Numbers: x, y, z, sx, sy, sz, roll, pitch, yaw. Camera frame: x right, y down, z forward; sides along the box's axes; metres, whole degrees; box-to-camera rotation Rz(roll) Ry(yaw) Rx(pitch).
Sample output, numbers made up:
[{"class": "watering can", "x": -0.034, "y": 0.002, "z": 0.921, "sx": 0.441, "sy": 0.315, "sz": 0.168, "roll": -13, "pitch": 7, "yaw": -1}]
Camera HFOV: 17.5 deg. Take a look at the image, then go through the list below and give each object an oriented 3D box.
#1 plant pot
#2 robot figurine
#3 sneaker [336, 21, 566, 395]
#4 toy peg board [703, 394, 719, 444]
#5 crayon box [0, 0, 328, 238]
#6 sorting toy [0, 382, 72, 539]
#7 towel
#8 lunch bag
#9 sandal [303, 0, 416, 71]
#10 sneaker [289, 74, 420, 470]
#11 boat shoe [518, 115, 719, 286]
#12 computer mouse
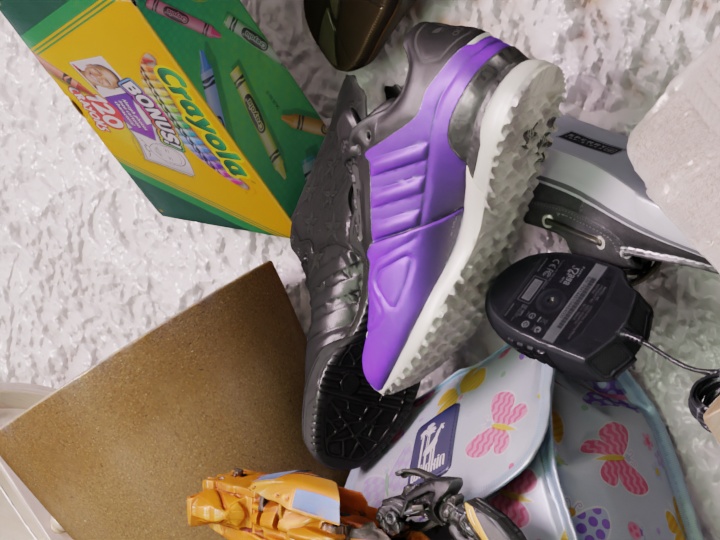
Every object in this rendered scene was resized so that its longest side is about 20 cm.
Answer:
[{"class": "plant pot", "x": -0.078, "y": 0.128, "z": 1.313, "sx": 0.186, "sy": 0.186, "sz": 0.200, "roll": -31, "pitch": 91, "yaw": 40}, {"class": "robot figurine", "x": 0.001, "y": 0.167, "z": 1.157, "sx": 0.200, "sy": 0.058, "sz": 0.145, "roll": 9, "pitch": 105, "yaw": 40}, {"class": "sneaker", "x": 0.028, "y": -0.037, "z": 1.174, "sx": 0.099, "sy": 0.070, "sz": 0.200, "roll": 32, "pitch": 119, "yaw": 21}, {"class": "toy peg board", "x": 0.278, "y": 0.018, "z": 0.977, "sx": 0.199, "sy": 0.200, "sz": 0.098, "roll": -34, "pitch": 94, "yaw": 38}, {"class": "crayon box", "x": -0.103, "y": -0.106, "z": 1.288, "sx": 0.119, "sy": 0.058, "sz": 0.200, "roll": 10, "pitch": 148, "yaw": 40}, {"class": "sorting toy", "x": -0.185, "y": 0.189, "z": 1.468, "sx": 0.200, "sy": 0.107, "sz": 0.180, "roll": 53, "pitch": 134, "yaw": 21}, {"class": "towel", "x": 0.192, "y": -0.063, "z": 1.041, "sx": 0.133, "sy": 0.034, "sz": 0.200, "roll": -50, "pitch": 27, "yaw": 11}, {"class": "lunch bag", "x": 0.078, "y": 0.145, "z": 1.209, "sx": 0.170, "sy": 0.127, "sz": 0.200, "roll": -31, "pitch": 66, "yaw": 39}, {"class": "sandal", "x": 0.032, "y": -0.178, "z": 1.245, "sx": 0.082, "sy": 0.055, "sz": 0.200, "roll": 61, "pitch": 144, "yaw": 23}, {"class": "sneaker", "x": -0.003, "y": 0.000, "z": 1.263, "sx": 0.104, "sy": 0.060, "sz": 0.200, "roll": 32, "pitch": 111, "yaw": 62}, {"class": "boat shoe", "x": 0.125, "y": -0.027, "z": 1.176, "sx": 0.200, "sy": 0.070, "sz": 0.066, "roll": 23, "pitch": 120, "yaw": 37}, {"class": "computer mouse", "x": 0.142, "y": 0.042, "z": 1.122, "sx": 0.200, "sy": 0.059, "sz": 0.034, "roll": 25, "pitch": 156, "yaw": 38}]
